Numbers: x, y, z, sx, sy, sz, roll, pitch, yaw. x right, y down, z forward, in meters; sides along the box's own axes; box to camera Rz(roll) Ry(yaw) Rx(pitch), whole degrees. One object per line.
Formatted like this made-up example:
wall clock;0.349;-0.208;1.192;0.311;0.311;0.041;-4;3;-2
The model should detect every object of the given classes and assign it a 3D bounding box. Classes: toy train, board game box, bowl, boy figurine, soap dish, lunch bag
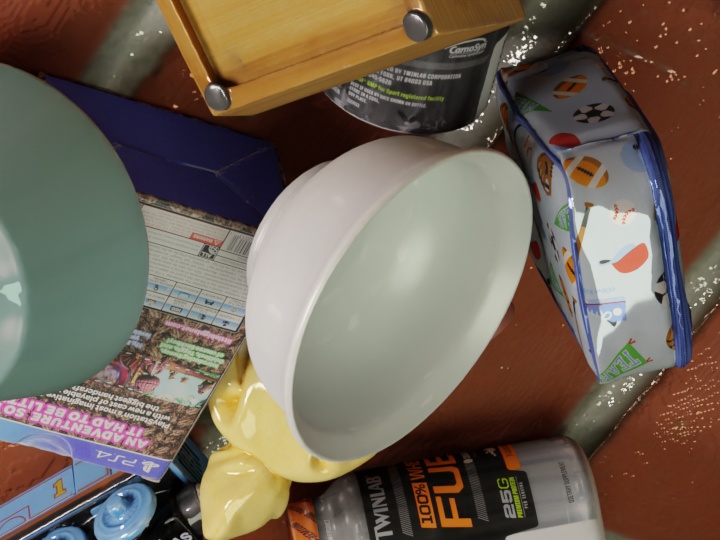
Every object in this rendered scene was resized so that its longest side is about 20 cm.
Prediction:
toy train;-0.178;0.175;1.830;0.199;0.115;0.087;-30;126;12
board game box;-0.153;0.007;1.707;0.159;0.097;0.200;17;124;-24
bowl;0.000;0.000;1.626;0.201;0.090;0.202;-35;145;-30
boy figurine;-0.035;0.079;1.744;0.124;0.064;0.201;25;103;2
soap dish;-0.028;-0.171;1.518;0.199;0.081;0.158;-16;104;40
lunch bag;0.136;-0.032;1.676;0.075;0.200;0.161;-15;118;-2
bowl;-0.226;-0.006;1.575;0.200;0.105;0.202;9;114;21

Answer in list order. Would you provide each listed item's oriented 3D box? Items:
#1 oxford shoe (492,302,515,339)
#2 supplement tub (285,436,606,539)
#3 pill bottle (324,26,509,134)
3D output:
oxford shoe;-0.007;0.039;1.799;0.199;0.071;0.075;-27;111;5
supplement tub;0.056;0.183;1.884;0.199;0.123;0.123;-10;131;-5
pill bottle;0.042;-0.183;1.586;0.106;0.107;0.201;3;128;-15
